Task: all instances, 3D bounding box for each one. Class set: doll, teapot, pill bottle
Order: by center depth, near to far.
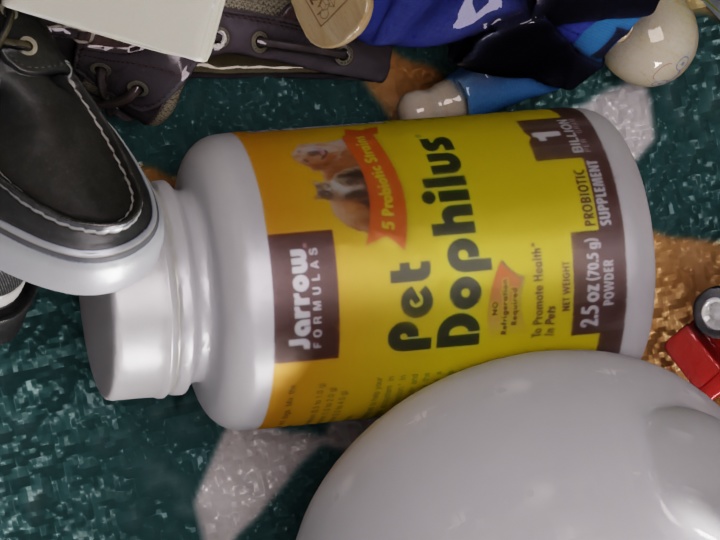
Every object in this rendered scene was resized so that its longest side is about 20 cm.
[{"bbox_3d":[0.072,0.139,1.077,0.197,0.146,0.200,-17,134,-3],"label":"teapot"},{"bbox_3d":[0.000,0.000,1.106,0.199,0.109,0.110,-5,92,-14],"label":"pill bottle"},{"bbox_3d":[0.057,-0.100,1.110,0.200,0.049,0.137,7,130,-49],"label":"doll"}]

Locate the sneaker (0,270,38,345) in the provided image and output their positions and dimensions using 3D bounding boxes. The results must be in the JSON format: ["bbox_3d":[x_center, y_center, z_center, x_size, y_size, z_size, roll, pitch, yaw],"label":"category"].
[{"bbox_3d":[-0.201,-0.037,1.075,0.200,0.112,0.073,37,48,18],"label":"sneaker"}]

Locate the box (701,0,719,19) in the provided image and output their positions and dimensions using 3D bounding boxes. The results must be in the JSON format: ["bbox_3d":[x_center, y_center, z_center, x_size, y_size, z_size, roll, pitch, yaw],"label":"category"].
[{"bbox_3d":[0.192,-0.201,1.147,0.193,0.122,0.200,44,81,-12],"label":"box"}]

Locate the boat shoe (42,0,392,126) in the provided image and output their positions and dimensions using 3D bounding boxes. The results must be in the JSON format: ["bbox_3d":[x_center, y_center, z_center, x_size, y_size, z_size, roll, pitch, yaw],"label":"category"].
[{"bbox_3d":[-0.079,-0.086,1.105,0.199,0.072,0.065,-9,88,-20],"label":"boat shoe"}]

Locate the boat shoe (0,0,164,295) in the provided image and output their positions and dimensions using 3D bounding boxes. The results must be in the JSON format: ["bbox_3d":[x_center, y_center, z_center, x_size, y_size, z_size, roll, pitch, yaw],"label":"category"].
[{"bbox_3d":[-0.138,-0.073,1.006,0.069,0.057,0.200,-32,66,-32],"label":"boat shoe"}]

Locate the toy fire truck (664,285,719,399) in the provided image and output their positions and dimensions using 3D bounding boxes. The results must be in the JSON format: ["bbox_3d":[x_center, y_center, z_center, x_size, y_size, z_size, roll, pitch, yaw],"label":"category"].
[{"bbox_3d":[0.195,0.048,1.149,0.200,0.049,0.141,-43,80,26],"label":"toy fire truck"}]

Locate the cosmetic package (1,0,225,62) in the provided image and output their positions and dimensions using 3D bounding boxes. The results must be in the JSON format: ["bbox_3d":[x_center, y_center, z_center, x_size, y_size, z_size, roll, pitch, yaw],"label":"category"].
[{"bbox_3d":[-0.056,-0.178,0.987,0.071,0.105,0.201,15,100,-4],"label":"cosmetic package"}]
